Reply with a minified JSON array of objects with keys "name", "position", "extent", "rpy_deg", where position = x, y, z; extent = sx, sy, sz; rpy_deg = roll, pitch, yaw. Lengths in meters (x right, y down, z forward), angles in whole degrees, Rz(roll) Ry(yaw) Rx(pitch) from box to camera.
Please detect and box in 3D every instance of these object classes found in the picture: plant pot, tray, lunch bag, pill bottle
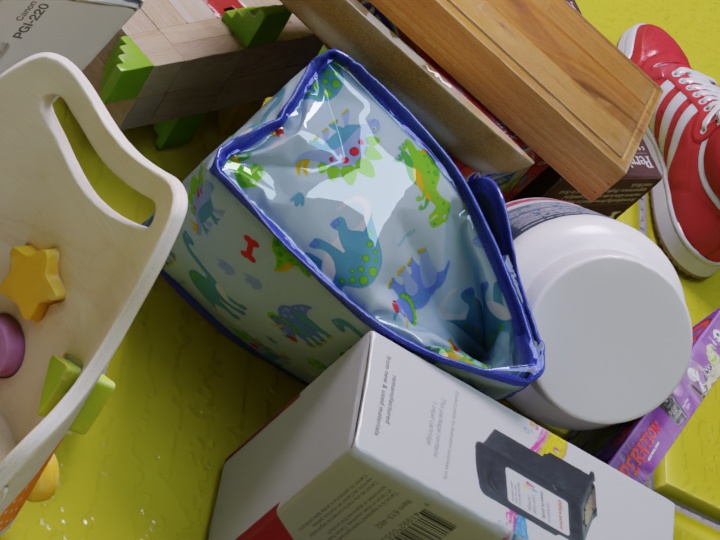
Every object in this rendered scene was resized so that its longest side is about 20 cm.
[{"name":"plant pot","position":[0.012,-0.116,1.447],"extent":[0.200,0.027,0.200],"rpy_deg":[42,6,-5]},{"name":"tray","position":[0.088,-0.141,1.576],"extent":[0.200,0.037,0.099],"rpy_deg":[42,39,-10]},{"name":"lunch bag","position":[0.000,0.000,1.409],"extent":[0.127,0.170,0.200],"rpy_deg":[-44,93,-21]},{"name":"pill bottle","position":[0.116,0.025,1.476],"extent":[0.120,0.120,0.200],"rpy_deg":[39,-1,-10]}]

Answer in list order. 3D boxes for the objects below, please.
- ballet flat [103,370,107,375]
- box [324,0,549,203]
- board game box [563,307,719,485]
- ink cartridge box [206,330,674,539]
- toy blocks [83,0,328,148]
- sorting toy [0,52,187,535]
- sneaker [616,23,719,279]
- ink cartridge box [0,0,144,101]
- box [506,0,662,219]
[{"name":"ballet flat","position":[-0.196,-0.012,1.360],"extent":[0.072,0.072,0.200],"rpy_deg":[-26,79,-49]},{"name":"box","position":[0.030,-0.132,1.620],"extent":[0.100,0.095,0.200],"rpy_deg":[-6,62,-45]},{"name":"board game box","position":[0.142,0.102,1.508],"extent":[0.032,0.120,0.200],"rpy_deg":[51,39,-5]},{"name":"ink cartridge box","position":[0.042,0.140,1.368],"extent":[0.200,0.146,0.083],"rpy_deg":[30,43,-20]},{"name":"toy blocks","position":[-0.117,-0.156,1.526],"extent":[0.200,0.100,0.137],"rpy_deg":[-17,59,-48]},{"name":"sorting toy","position":[-0.162,0.000,1.246],"extent":[0.200,0.180,0.107],"rpy_deg":[48,21,29]},{"name":"sneaker","position":[0.237,-0.105,1.767],"extent":[0.071,0.112,0.200],"rpy_deg":[13,50,-34]},{"name":"ink cartridge box","position":[-0.205,-0.187,1.418],"extent":[0.085,0.146,0.200],"rpy_deg":[9,53,-38]},{"name":"box","position":[0.100,-0.123,1.695],"extent":[0.100,0.075,0.200],"rpy_deg":[-4,63,-44]}]
